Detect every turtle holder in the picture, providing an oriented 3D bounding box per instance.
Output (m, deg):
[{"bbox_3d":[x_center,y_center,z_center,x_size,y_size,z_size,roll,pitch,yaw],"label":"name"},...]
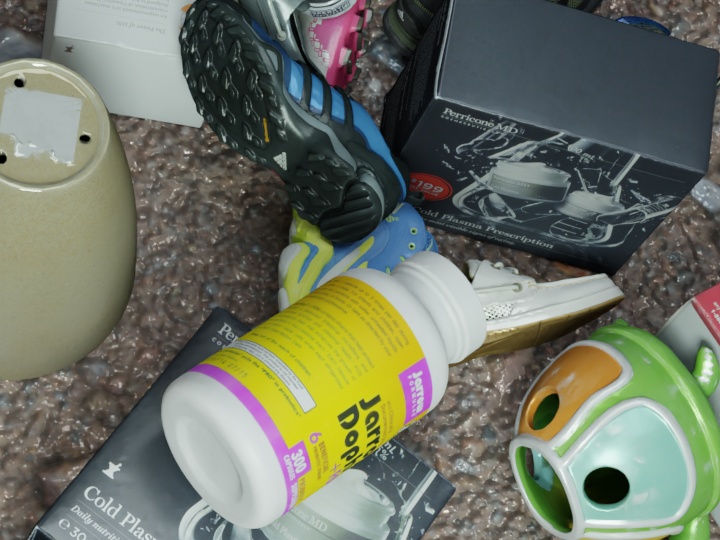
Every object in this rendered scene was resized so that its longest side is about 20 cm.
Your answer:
[{"bbox_3d":[0.176,0.134,1.447,0.132,0.186,0.141,-29,45,-26],"label":"turtle holder"}]

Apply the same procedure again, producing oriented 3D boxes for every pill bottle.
[{"bbox_3d":[-0.017,0.066,1.291,0.200,0.104,0.104,-33,79,-29],"label":"pill bottle"}]

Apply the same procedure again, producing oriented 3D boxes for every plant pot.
[{"bbox_3d":[-0.223,-0.051,1.366,0.187,0.200,0.188,6,64,-13],"label":"plant pot"}]

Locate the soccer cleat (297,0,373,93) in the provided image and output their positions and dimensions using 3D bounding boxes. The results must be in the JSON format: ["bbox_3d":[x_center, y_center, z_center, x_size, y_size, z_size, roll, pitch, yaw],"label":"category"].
[{"bbox_3d":[-0.030,-0.212,1.576,0.086,0.070,0.200,10,61,6],"label":"soccer cleat"}]

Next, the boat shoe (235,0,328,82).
[{"bbox_3d":[-0.057,-0.192,1.471,0.062,0.073,0.200,-4,109,13],"label":"boat shoe"}]

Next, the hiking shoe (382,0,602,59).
[{"bbox_3d":[0.119,-0.217,1.594,0.200,0.101,0.076,-21,75,-23],"label":"hiking shoe"}]

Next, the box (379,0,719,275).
[{"bbox_3d":[0.126,-0.099,1.497,0.200,0.182,0.104,14,63,-9],"label":"box"}]

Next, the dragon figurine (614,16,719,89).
[{"bbox_3d":[0.203,-0.153,1.590,0.200,0.099,0.059,4,66,-14],"label":"dragon figurine"}]

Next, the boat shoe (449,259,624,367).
[{"bbox_3d":[0.092,0.022,1.496,0.200,0.071,0.069,-13,72,-19],"label":"boat shoe"}]

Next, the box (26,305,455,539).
[{"bbox_3d":[-0.082,0.170,1.353,0.200,0.124,0.197,37,60,2],"label":"box"}]

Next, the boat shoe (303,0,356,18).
[{"bbox_3d":[-0.054,-0.277,1.539,0.074,0.068,0.200,-17,59,6],"label":"boat shoe"}]

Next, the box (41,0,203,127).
[{"bbox_3d":[-0.158,-0.220,1.518,0.124,0.097,0.200,9,64,-13],"label":"box"}]

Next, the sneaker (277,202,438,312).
[{"bbox_3d":[0.000,0.000,1.437,0.105,0.076,0.200,0,42,4],"label":"sneaker"}]

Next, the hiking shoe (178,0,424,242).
[{"bbox_3d":[-0.046,-0.106,1.435,0.200,0.074,0.087,52,33,4],"label":"hiking shoe"}]

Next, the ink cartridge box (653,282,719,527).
[{"bbox_3d":[0.323,0.067,1.498,0.200,0.145,0.145,-25,73,-26],"label":"ink cartridge box"}]
